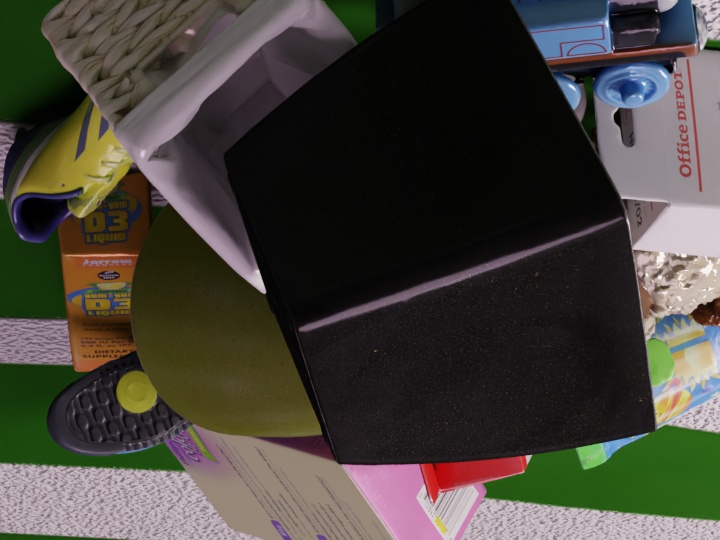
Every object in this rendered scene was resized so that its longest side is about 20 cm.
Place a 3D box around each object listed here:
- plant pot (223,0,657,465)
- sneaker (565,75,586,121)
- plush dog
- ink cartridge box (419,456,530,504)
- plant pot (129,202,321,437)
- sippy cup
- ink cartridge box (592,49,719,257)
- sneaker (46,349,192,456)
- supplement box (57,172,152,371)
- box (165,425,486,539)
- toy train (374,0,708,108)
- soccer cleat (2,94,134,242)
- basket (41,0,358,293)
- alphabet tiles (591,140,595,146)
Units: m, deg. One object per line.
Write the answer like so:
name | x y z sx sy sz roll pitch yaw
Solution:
plant pot | 0.036 -0.008 1.384 0.177 0.200 0.200 -21 140 -4
sneaker | 0.043 -0.094 1.602 0.200 0.075 0.085 -8 172 5
plush dog | 0.164 -0.005 1.669 0.172 0.161 0.200 -31 122 9
ink cartridge box | 0.079 0.083 1.803 0.067 0.116 0.200 -14 -172 13
plant pot | -0.018 0.028 1.622 0.187 0.188 0.200 16 177 -34
sippy cup | 0.201 0.062 1.871 0.130 0.178 0.140 -21 127 3
ink cartridge box | 0.231 -0.072 1.596 0.200 0.115 0.068 6 153 -15
sneaker | -0.138 0.080 1.794 0.200 0.066 0.078 -26 -175 -28
supplement box | -0.176 0.003 1.780 0.066 0.069 0.200 -3 153 -4
box | -0.035 0.132 1.896 0.200 0.097 0.176 12 149 36
toy train | 0.100 -0.145 1.471 0.200 0.087 0.114 -5 149 7
soccer cleat | -0.157 -0.078 1.586 0.065 0.084 0.200 17 149 -34
basket | -0.075 -0.102 1.446 0.136 0.123 0.200 -43 149 -2
alphabet tiles | 0.064 0.015 1.544 0.200 0.168 0.008 -11 -164 -32
